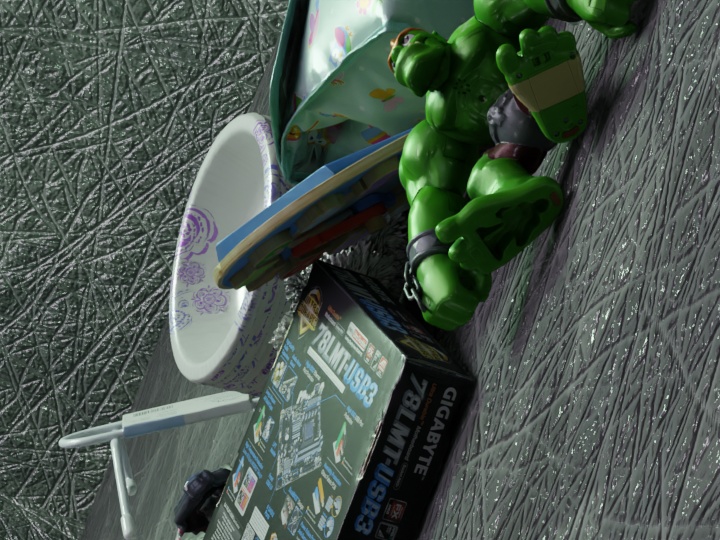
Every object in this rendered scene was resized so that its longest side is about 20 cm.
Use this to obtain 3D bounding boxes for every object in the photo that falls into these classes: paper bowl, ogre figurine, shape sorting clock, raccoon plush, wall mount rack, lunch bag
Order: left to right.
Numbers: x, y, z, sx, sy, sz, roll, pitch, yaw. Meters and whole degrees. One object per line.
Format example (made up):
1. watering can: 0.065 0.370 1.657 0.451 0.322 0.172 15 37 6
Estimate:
1. wall mount rack: -0.125 0.141 2.120 0.174 0.199 0.075 -129 25 -83
2. paper bowl: -0.059 -0.007 2.049 0.201 0.104 0.202 -43 40 53
3. raccoon plush: 0.000 0.000 1.766 0.134 0.096 0.200 -91 20 -49
4. shape sorting clock: 0.002 -0.041 1.637 0.199 0.039 0.200 -28 -4 -2
5. lunch bag: 0.015 -0.157 1.735 0.200 0.121 0.171 -34 41 52
6. ogre figurine: 0.069 -0.080 1.424 0.120 0.098 0.201 -122 35 -59

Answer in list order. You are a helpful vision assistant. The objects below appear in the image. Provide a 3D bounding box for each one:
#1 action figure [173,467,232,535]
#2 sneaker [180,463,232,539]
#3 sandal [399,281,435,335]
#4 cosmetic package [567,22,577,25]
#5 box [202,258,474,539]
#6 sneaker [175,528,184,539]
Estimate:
1. action figure: -0.053 0.191 1.762 0.194 0.104 0.200 -64 -22 8
2. sneaker: -0.098 0.226 1.885 0.104 0.060 0.201 -6 58 57
3. sandal: 0.007 0.066 1.682 0.076 0.043 0.201 -165 94 -83
4. cosmetic package: 0.083 -0.209 1.549 0.081 0.112 0.200 -60 7 14
5. box: -0.018 0.115 1.567 0.199 0.049 0.200 -68 21 8
6. sneaker: -0.109 0.237 1.975 0.088 0.081 0.201 129 160 -66
